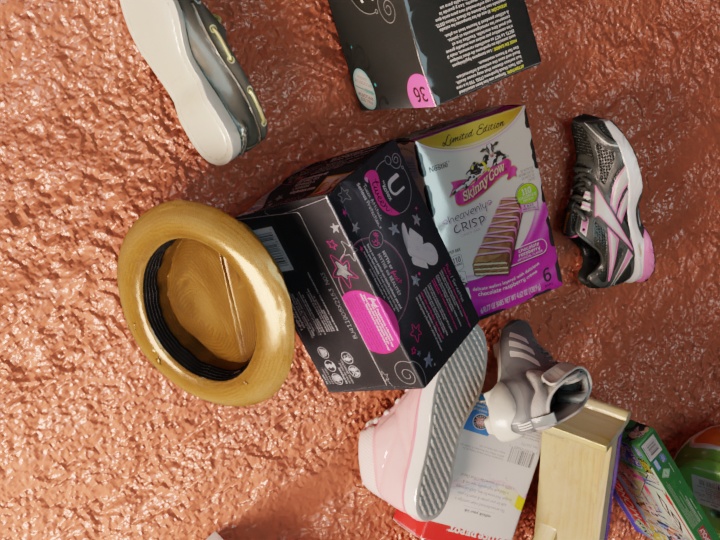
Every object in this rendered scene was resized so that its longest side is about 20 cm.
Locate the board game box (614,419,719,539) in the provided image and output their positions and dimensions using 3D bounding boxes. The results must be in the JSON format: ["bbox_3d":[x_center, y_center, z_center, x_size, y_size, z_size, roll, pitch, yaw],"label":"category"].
[{"bbox_3d":[0.321,0.241,1.114,0.029,0.134,0.200,-41,111,-16],"label":"board game box"}]

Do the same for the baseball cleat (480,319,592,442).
[{"bbox_3d":[0.182,0.106,0.993,0.106,0.200,0.070,-13,114,21],"label":"baseball cleat"}]

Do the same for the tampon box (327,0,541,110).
[{"bbox_3d":[0.053,-0.262,0.912,0.126,0.150,0.201,-25,106,-21],"label":"tampon box"}]

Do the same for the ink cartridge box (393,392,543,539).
[{"bbox_3d":[0.113,0.230,1.050,0.116,0.067,0.201,21,87,-27],"label":"ink cartridge box"}]

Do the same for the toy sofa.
[{"bbox_3d":[0.236,0.224,1.054,0.098,0.083,0.201,-35,133,-45],"label":"toy sofa"}]

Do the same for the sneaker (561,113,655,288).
[{"bbox_3d":[0.259,-0.070,1.079,0.086,0.080,0.201,-20,99,-11],"label":"sneaker"}]

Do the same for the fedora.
[{"bbox_3d":[-0.124,0.022,0.880,0.082,0.200,0.201,-44,118,-53],"label":"fedora"}]

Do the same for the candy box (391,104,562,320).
[{"bbox_3d":[0.123,-0.058,1.021,0.136,0.061,0.201,-21,105,-21],"label":"candy box"}]

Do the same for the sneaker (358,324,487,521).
[{"bbox_3d":[0.054,0.141,0.992,0.075,0.104,0.201,22,81,-42],"label":"sneaker"}]

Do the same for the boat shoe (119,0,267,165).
[{"bbox_3d":[-0.148,-0.195,0.872,0.060,0.072,0.202,-35,103,-40],"label":"boat shoe"}]

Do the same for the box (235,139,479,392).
[{"bbox_3d":[0.000,0.000,0.919,0.115,0.132,0.200,-43,113,-41],"label":"box"}]

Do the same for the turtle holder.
[{"bbox_3d":[0.453,0.270,1.180,0.186,0.141,0.132,51,55,-11],"label":"turtle holder"}]

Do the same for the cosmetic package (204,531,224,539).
[{"bbox_3d":[-0.171,0.361,0.924,0.200,0.081,0.113,-42,114,-16],"label":"cosmetic package"}]
